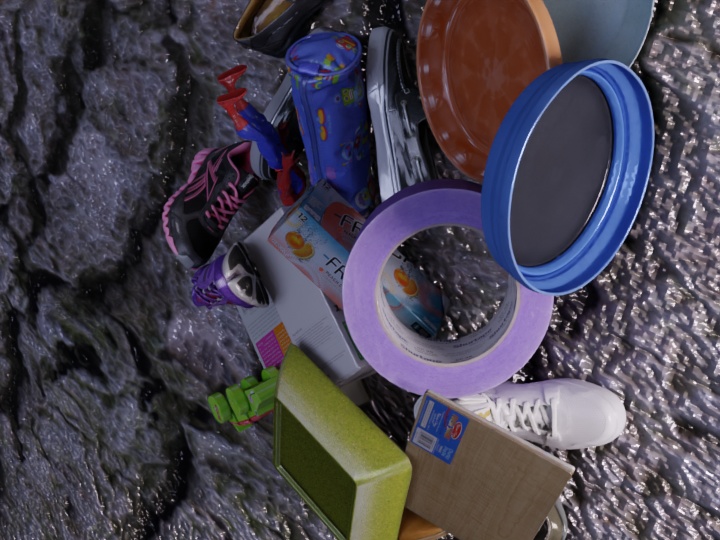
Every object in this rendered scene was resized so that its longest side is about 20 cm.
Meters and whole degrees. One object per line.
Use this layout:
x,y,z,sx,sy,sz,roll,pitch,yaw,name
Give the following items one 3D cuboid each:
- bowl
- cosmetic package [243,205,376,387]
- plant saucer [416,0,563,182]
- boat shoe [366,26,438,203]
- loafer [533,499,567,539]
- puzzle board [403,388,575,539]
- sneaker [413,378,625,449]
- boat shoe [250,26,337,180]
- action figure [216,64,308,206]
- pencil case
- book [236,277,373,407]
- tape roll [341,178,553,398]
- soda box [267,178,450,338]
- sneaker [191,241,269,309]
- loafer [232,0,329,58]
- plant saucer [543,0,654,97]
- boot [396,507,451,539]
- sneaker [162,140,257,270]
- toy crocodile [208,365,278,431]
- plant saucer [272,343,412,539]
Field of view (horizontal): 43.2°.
0.177,-0.079,0.772,0.039,0.199,0.203,25,115,43,bowl
-0.036,0.027,1.039,0.085,0.107,0.201,-35,77,40,cosmetic package
0.119,-0.182,0.842,0.200,0.032,0.202,40,137,49,plant saucer
0.052,-0.159,0.960,0.070,0.072,0.202,-7,93,18,boat shoe
0.128,0.226,0.960,0.200,0.069,0.076,38,121,29,loafer
0.112,0.207,0.891,0.150,0.017,0.201,28,139,15,puzzle board
0.149,0.149,0.897,0.199,0.115,0.075,0,97,39,sneaker
-0.067,-0.181,1.051,0.057,0.068,0.201,44,122,25,boat shoe
-0.094,-0.133,1.011,0.051,0.201,0.066,-20,46,7,action figure
-0.030,-0.148,0.968,0.077,0.087,0.201,13,135,21,pencil case
-0.079,0.098,1.132,0.133,0.048,0.201,-36,74,43,book
0.083,0.015,0.882,0.198,0.085,0.202,1,102,4,tape roll
0.000,0.000,0.972,0.200,0.064,0.068,43,130,-11,soda box
-0.158,0.020,1.059,0.081,0.083,0.200,63,172,-4,sneaker
-0.075,-0.324,1.024,0.073,0.072,0.201,50,126,23,loafer
0.182,-0.246,0.840,0.200,0.039,0.203,9,104,39,plant saucer
0.027,0.232,1.040,0.200,0.071,0.145,-18,97,50,boot
-0.172,-0.088,1.103,0.095,0.201,0.079,-15,133,28,sneaker
-0.139,0.168,1.150,0.062,0.067,0.200,63,151,3,toy crocodile
-0.036,0.212,1.002,0.200,0.048,0.201,41,144,30,plant saucer
